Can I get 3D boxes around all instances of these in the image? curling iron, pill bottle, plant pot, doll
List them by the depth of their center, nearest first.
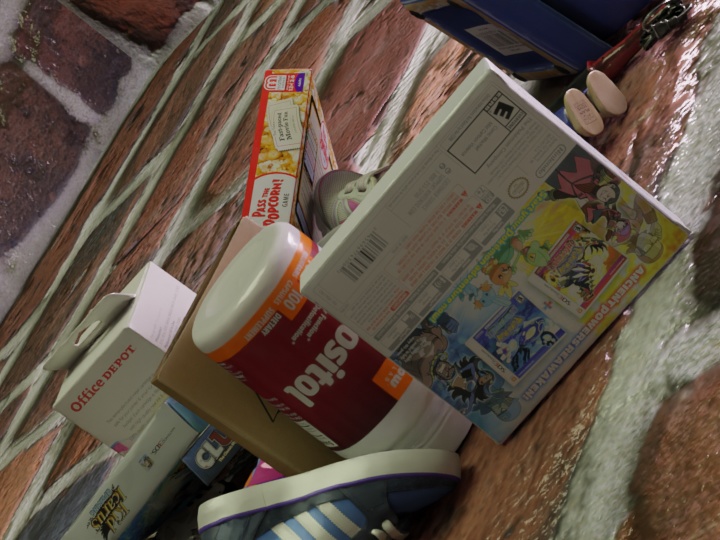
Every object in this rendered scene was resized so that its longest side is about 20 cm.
[{"bbox_3d":[-0.015,0.065,1.374,0.113,0.200,0.113,-47,16,18],"label":"pill bottle"},{"bbox_3d":[0.130,-0.087,1.562,0.136,0.049,0.200,-38,-2,-44],"label":"doll"},{"bbox_3d":[0.201,-0.168,1.574,0.200,0.026,0.050,-39,-3,41],"label":"curling iron"},{"bbox_3d":[0.155,-0.280,1.669,0.180,0.199,0.200,-62,16,-6],"label":"plant pot"}]

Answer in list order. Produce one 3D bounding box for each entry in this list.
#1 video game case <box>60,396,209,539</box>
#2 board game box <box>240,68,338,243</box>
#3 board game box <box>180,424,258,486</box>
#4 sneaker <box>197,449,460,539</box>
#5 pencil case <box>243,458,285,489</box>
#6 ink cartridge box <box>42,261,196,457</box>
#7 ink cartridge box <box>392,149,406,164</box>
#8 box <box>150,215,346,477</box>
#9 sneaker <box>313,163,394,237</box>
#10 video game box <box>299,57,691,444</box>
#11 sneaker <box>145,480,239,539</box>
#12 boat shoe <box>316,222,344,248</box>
[{"bbox_3d":[-0.157,0.164,1.658,0.182,0.045,0.200,-53,-11,24],"label":"video game case"},{"bbox_3d":[-0.061,-0.055,1.679,0.152,0.046,0.201,75,-162,-53],"label":"board game box"},{"bbox_3d":[-0.067,0.109,1.597,0.136,0.035,0.200,-50,-9,11],"label":"board game box"},{"bbox_3d":[-0.014,0.214,1.312,0.199,0.147,0.081,-14,-17,8],"label":"sneaker"},{"bbox_3d":[-0.051,0.187,1.448,0.088,0.088,0.200,-34,26,49],"label":"pencil case"},{"bbox_3d":[-0.190,0.101,1.812,0.129,0.200,0.125,-45,17,26],"label":"ink cartridge box"},{"bbox_3d":[0.039,-0.078,1.760,0.196,0.043,0.200,-45,2,24],"label":"ink cartridge box"},{"bbox_3d":[-0.045,0.077,1.437,0.021,0.200,0.164,-34,24,50],"label":"box"},{"bbox_3d":[0.028,-0.054,1.592,0.081,0.089,0.200,-20,32,-30],"label":"sneaker"},{"bbox_3d":[0.090,-0.011,1.273,0.200,0.182,0.047,-49,12,13],"label":"video game box"},{"bbox_3d":[-0.141,0.238,1.599,0.115,0.076,0.201,-52,13,12],"label":"sneaker"},{"bbox_3d":[0.000,0.000,1.525,0.200,0.072,0.066,-32,-7,41],"label":"boat shoe"}]
